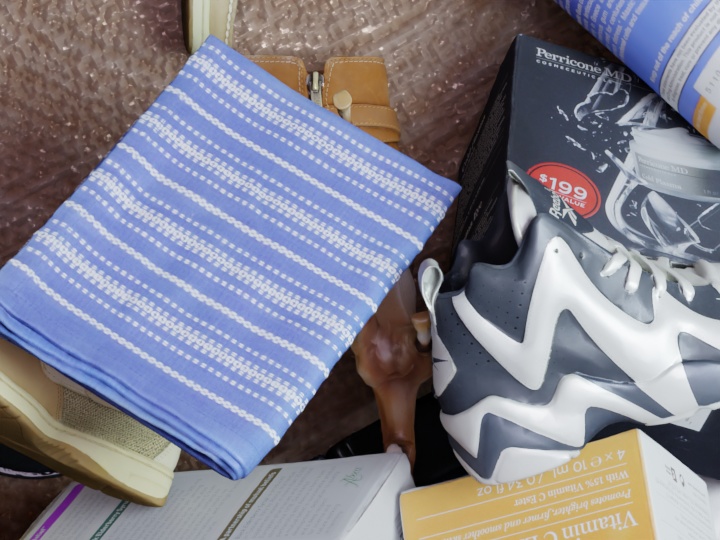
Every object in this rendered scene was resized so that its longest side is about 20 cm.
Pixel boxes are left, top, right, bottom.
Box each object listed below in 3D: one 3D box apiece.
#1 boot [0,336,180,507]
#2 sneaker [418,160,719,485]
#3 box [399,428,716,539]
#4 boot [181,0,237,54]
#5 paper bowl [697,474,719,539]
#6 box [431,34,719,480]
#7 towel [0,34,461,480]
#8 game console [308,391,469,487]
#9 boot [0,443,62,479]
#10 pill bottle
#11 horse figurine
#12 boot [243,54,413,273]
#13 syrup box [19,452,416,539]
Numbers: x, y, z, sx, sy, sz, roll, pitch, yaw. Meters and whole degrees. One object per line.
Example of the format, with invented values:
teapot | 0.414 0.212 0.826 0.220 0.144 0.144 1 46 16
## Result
boot | -0.130 0.008 1.092 0.200 0.073 0.156 38 70 -46
sneaker | 0.116 0.000 1.050 0.199 0.079 0.130 -21 104 5
box | 0.102 0.191 1.066 0.124 0.097 0.200 -18 62 21
boot | -0.011 -0.198 1.254 0.155 0.072 0.200 13 82 -10
paper bowl | 0.213 0.171 1.233 0.201 0.104 0.201 1 84 -10
box | 0.151 -0.004 1.195 0.200 0.104 0.182 16 41 -7
towel | -0.061 -0.011 1.044 0.145 0.024 0.200 31 54 8
game console | 0.026 0.184 1.200 0.118 0.171 0.200 -32 90 -37
boot | -0.212 0.040 1.148 0.200 0.168 0.076 30 82 -5
pill bottle | 0.154 -0.162 1.192 0.112 0.112 0.200 -42 72 -10
horse figurine | 0.000 0.000 1.150 0.050 0.133 0.200 -18 59 -7
boot | -0.068 -0.037 1.229 0.200 0.074 0.155 -3 86 -21
syrup box | -0.067 0.147 1.143 0.200 0.081 0.079 -7 116 30
